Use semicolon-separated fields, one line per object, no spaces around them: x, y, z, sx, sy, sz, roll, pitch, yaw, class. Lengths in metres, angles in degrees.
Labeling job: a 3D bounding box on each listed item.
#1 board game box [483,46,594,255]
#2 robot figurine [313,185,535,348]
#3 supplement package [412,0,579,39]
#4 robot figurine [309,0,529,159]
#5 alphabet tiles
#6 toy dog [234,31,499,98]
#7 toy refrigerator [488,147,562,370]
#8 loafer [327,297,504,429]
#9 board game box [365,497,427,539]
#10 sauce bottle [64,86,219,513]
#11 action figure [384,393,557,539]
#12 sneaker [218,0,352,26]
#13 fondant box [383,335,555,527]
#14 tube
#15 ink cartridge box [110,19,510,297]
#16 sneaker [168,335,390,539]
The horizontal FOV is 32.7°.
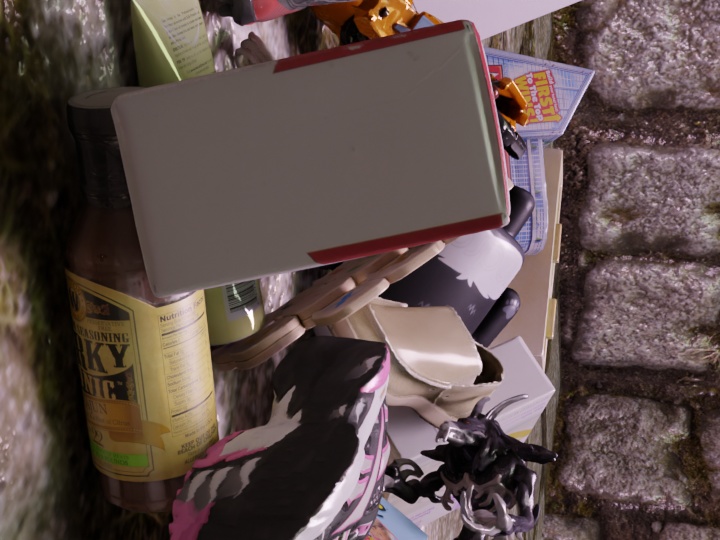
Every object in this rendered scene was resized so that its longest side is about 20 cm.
0.106;-0.113;1.069;0.062;0.200;0.200;145;-59;-78;board game box
0.048;0.000;0.974;0.200;0.150;0.125;-53;167;0;robot figurine
0.085;-0.310;0.983;0.151;0.152;0.200;45;26;-71;supplement package
0.053;-0.156;0.939;0.200;0.145;0.058;36;89;-38;robot figurine
0.000;0.000;0.756;0.015;0.200;0.196;57;-18;-6;alphabet tiles
0.015;-0.088;0.752;0.200;0.096;0.132;38;-27;52;toy dog
0.151;-0.009;1.139;0.076;0.070;0.200;67;30;-68;toy refrigerator
0.040;0.053;0.837;0.076;0.068;0.200;59;12;28;loafer
-0.051;0.185;0.672;0.103;0.105;0.200;-52;175;17;board game box
-0.106;0.015;0.581;0.065;0.065;0.200;-55;143;-65;sauce bottle
0.058;0.162;0.796;0.102;0.119;0.200;36;59;-43;action figure
-0.028;-0.203;0.785;0.200;0.098;0.071;-57;149;-62;sneaker
0.064;0.148;1.014;0.058;0.144;0.200;58;-24;23;fondant box
-0.092;-0.059;0.670;0.058;0.052;0.200;29;-49;59;tube
-0.007;-0.048;0.561;0.200;0.147;0.083;-25;104;-81;ink cartridge box
-0.022;0.112;0.611;0.200;0.080;0.086;-48;132;-57;sneaker
